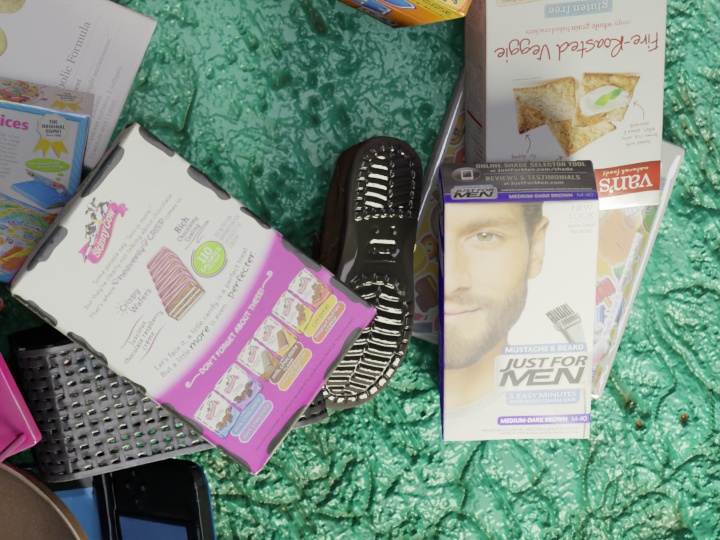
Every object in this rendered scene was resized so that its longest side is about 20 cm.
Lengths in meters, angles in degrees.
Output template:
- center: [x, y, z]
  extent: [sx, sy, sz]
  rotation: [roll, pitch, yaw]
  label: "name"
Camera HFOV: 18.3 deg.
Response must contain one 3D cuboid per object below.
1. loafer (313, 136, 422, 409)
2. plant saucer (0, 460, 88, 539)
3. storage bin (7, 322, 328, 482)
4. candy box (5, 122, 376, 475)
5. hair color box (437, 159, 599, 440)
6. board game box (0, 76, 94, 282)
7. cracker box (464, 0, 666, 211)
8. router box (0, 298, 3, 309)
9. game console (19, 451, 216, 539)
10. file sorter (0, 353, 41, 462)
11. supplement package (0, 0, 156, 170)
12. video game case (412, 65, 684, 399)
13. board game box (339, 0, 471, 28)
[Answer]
- center: [0.000, 0.000, 1.604]
  extent: [0.073, 0.071, 0.201]
  rotation: [10, 98, -23]
  label: "loafer"
- center: [-0.250, 0.208, 1.530]
  extent: [0.199, 0.034, 0.201]
  rotation: [11, 114, 26]
  label: "plant saucer"
- center: [-0.134, 0.072, 1.543]
  extent: [0.199, 0.135, 0.094]
  rotation: [-13, 97, -11]
  label: "storage bin"
- center: [-0.110, 0.018, 1.443]
  extent: [0.200, 0.061, 0.137]
  rotation: [38, 84, -11]
  label: "candy box"
- center: [0.110, 0.023, 1.580]
  extent: [0.109, 0.065, 0.201]
  rotation: [-2, 120, 0]
  label: "hair color box"
- center: [-0.282, -0.067, 1.462]
  extent: [0.199, 0.034, 0.135]
  rotation: [10, 119, -7]
  label: "board game box"
- center: [0.144, -0.140, 1.579]
  extent: [0.133, 0.058, 0.201]
  rotation: [-7, 115, -12]
  label: "cracker box"
- center: [-0.376, 0.009, 1.530]
  extent: [0.179, 0.049, 0.200]
  rotation: [-43, 101, -6]
  label: "router box"
- center: [-0.186, 0.236, 1.558]
  extent: [0.118, 0.170, 0.201]
  rotation: [-12, 97, -38]
  label: "game console"
- center: [-0.320, 0.060, 1.408]
  extent: [0.139, 0.125, 0.201]
  rotation: [-24, 97, 13]
  label: "file sorter"
- center: [-0.255, -0.156, 1.514]
  extent: [0.199, 0.110, 0.114]
  rotation: [22, 90, -13]
  label: "supplement package"
- center: [0.127, -0.027, 1.652]
  extent: [0.181, 0.023, 0.201]
  rotation: [19, 90, -13]
  label: "video game case"
- center: [-0.001, -0.300, 1.515]
  extent: [0.199, 0.200, 0.201]
  rotation: [24, 88, -13]
  label: "board game box"
